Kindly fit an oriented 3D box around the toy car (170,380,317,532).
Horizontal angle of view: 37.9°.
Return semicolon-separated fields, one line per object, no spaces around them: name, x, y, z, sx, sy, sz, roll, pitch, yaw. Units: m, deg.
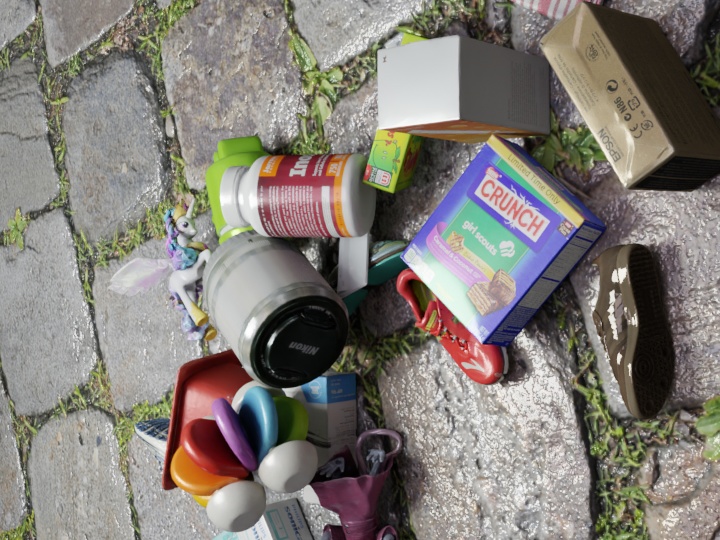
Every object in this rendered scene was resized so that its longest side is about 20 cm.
toy car;-0.167;0.234;1.418;0.199;0.150;0.175;-37;47;3

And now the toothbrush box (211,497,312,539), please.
toothbrush box;-0.158;0.462;1.615;0.200;0.085;0.147;-39;66;33

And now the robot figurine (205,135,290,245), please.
robot figurine;-0.170;-0.101;1.597;0.175;0.115;0.202;136;122;-65

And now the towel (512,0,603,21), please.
towel;0.236;-0.396;1.303;0.199;0.030;0.148;35;113;38

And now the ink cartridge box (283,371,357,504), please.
ink cartridge box;-0.067;0.252;1.544;0.115;0.067;0.202;-2;89;41

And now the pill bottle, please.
pill bottle;-0.086;-0.102;1.439;0.198;0.113;0.114;0;91;18

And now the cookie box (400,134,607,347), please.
cookie box;0.174;-0.036;1.308;0.171;0.075;0.201;47;111;28

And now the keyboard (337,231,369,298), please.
keyboard;-0.007;-0.057;1.473;0.056;0.011;0.202;-24;50;35

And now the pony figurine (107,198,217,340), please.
pony figurine;-0.279;0.011;1.666;0.193;0.166;0.201;-49;60;26

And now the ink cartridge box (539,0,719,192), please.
ink cartridge box;0.307;-0.187;1.150;0.075;0.164;0.201;-41;65;36

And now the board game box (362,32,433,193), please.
board game box;0.063;-0.210;1.400;0.047;0.102;0.202;19;104;11

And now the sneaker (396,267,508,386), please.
sneaker;0.112;0.075;1.374;0.200;0.084;0.077;51;122;28

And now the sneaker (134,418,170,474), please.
sneaker;-0.316;0.316;1.760;0.199;0.077;0.086;25;111;39

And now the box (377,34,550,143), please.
box;0.129;-0.216;1.282;0.124;0.199;0.099;-1;90;41

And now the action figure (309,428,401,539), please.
action figure;-0.008;0.341;1.476;0.133;0.149;0.202;2;119;21

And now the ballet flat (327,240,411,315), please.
ballet flat;0.000;0.000;1.485;0.200;0.074;0.075;-41;65;32

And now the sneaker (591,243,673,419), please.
sneaker;0.313;0.071;1.225;0.075;0.070;0.202;-11;80;59

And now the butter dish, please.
butter dish;-0.193;0.237;1.594;0.146;0.199;0.202;14;100;22

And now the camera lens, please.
camera lens;-0.119;0.053;1.453;0.200;0.159;0.161;47;120;48
